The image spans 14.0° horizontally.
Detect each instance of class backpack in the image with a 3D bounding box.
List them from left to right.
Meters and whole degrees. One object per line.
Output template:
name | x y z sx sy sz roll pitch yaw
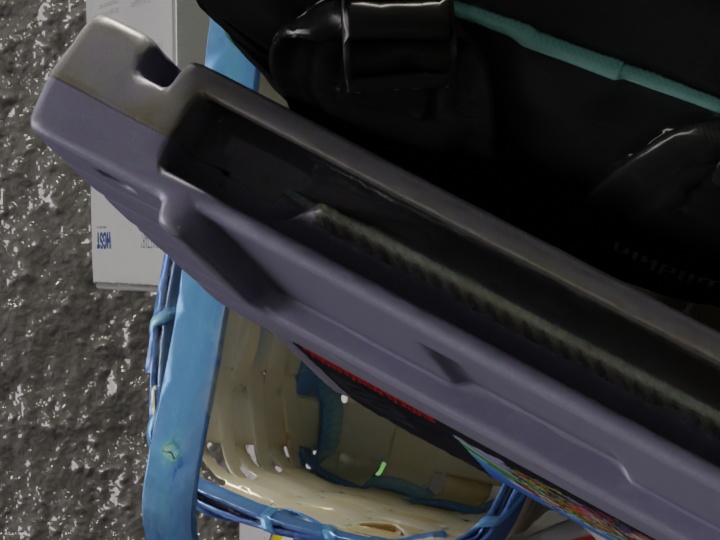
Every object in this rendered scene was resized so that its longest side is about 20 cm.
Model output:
backpack | 0.058 -0.071 0.576 0.200 0.175 0.154 97 -170 -80

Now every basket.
basket | 0.000 0.000 0.876 0.200 0.138 0.177 10 -91 -61

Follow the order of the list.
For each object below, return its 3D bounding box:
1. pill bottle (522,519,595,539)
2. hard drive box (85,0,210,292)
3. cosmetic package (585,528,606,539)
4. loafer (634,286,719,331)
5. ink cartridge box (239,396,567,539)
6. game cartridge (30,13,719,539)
pill bottle | 0.086 0.177 0.830 0.114 0.113 0.201 90 179 -46
hard drive box | -0.053 -0.092 1.114 0.156 0.076 0.201 -177 86 -73
cosmetic package | 0.102 0.047 0.746 0.200 0.082 0.051 168 104 -89
loafer | 0.104 0.006 1.001 0.200 0.069 0.076 -91 1 -67
ink cartridge box | 0.047 0.094 1.084 0.201 0.145 0.147 -92 27 -49
game cartridge | 0.041 0.026 0.554 0.038 0.199 0.130 -58 -21 -11
